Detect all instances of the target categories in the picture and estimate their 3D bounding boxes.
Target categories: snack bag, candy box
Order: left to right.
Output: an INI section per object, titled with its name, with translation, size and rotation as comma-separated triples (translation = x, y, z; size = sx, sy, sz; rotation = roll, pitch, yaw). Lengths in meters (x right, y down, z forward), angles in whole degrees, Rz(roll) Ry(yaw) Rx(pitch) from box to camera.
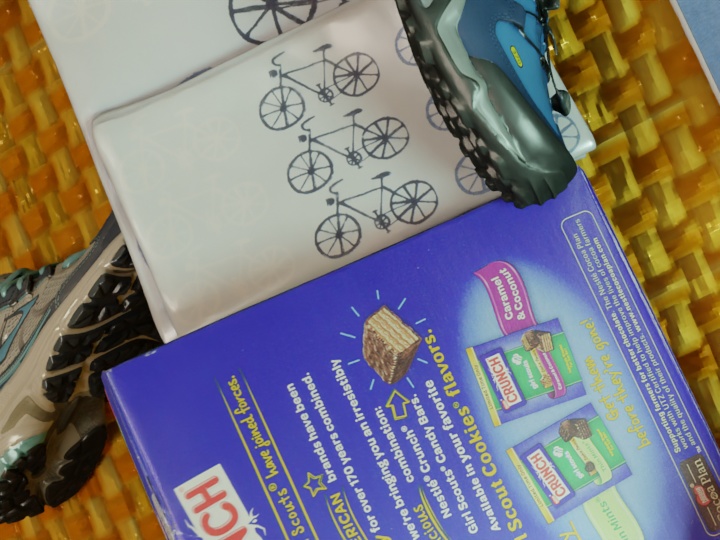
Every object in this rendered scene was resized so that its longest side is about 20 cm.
[snack bag]
translation = -0.029, -0.093, 0.996
size = 0.188, 0.021, 0.200
rotation = -25, 73, 5
[candy box]
translation = 0.024, 0.078, 0.945
size = 0.077, 0.200, 0.169
rotation = 113, 134, -76

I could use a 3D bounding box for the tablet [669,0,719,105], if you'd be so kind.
[tablet]
translation = 0.149, -0.163, 0.917
size = 0.130, 0.014, 0.200
rotation = -31, 78, 38

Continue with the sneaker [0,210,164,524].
[sneaker]
translation = -0.146, 0.026, 1.143
size = 0.086, 0.078, 0.200
rotation = 51, 124, 24

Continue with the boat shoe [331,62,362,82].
[boat shoe]
translation = 0.001, -0.001, 1.028
size = 0.063, 0.073, 0.201
rotation = 11, 95, 27

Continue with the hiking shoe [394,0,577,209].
[hiking shoe]
translation = 0.051, -0.122, 0.936
size = 0.087, 0.074, 0.200
rotation = -20, 71, 2
